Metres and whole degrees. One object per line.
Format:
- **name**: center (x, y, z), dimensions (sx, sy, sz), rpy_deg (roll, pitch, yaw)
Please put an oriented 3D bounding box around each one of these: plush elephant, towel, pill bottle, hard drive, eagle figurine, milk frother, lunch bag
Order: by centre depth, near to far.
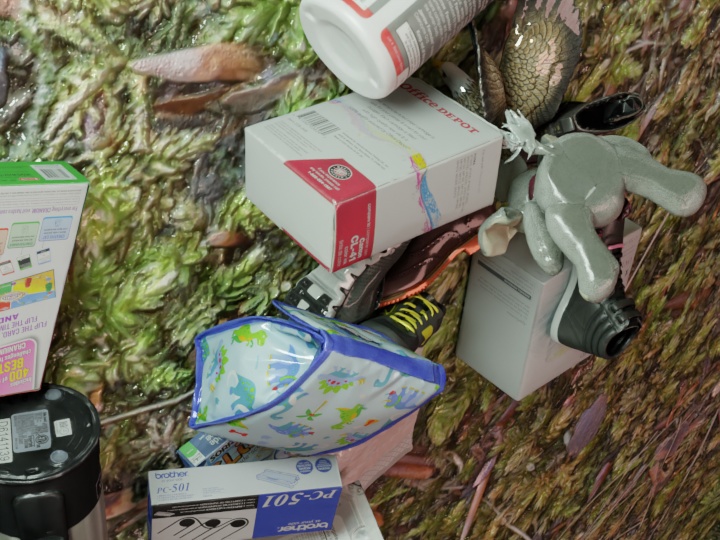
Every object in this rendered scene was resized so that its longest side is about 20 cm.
- **milk frother**: center (-0.327, 0.222, 0.983), dimensions (0.200, 0.181, 0.188), rpy_deg (4, 127, -1)
- **pill bottle**: center (0.052, -0.257, 1.007), dimensions (0.200, 0.114, 0.114), rpy_deg (-43, 144, -15)
- **lunch bag**: center (-0.043, 0.105, 1.109), dimensions (0.170, 0.200, 0.128), rpy_deg (19, 65, -42)
- **plush elephant**: center (0.205, -0.064, 1.124), dimensions (0.165, 0.200, 0.155), rpy_deg (-49, 173, -12)
- **eagle figurine**: center (0.136, -0.178, 1.148), dimensions (0.151, 0.152, 0.200), rpy_deg (14, 148, -19)
- **hard drive**: center (-0.066, 0.346, 1.312), dimensions (0.200, 0.140, 0.038), rpy_deg (-21, 149, -5)
- **towel**: center (-0.002, 0.234, 1.410), dimensions (0.200, 0.032, 0.191), rpy_deg (-37, 155, -24)

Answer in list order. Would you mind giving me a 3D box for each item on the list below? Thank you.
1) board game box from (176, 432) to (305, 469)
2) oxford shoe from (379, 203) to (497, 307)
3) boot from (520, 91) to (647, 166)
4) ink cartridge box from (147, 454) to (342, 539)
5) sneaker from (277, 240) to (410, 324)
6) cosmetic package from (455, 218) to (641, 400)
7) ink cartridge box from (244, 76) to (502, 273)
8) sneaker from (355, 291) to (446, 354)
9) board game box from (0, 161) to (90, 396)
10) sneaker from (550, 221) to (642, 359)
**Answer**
- **board game box**: center (-0.104, 0.185, 1.276), dimensions (0.200, 0.034, 0.135), rpy_deg (-39, 143, -20)
- **oxford shoe**: center (0.068, -0.028, 1.287), dimensions (0.200, 0.071, 0.073), rpy_deg (-36, 109, -13)
- **boot**: center (0.254, -0.164, 1.275), dimensions (0.200, 0.174, 0.069), rpy_deg (-23, 95, -35)
- **ink cartridge box**: center (-0.126, 0.247, 1.206), dimensions (0.200, 0.044, 0.094), rpy_deg (-3, 139, -15)
- **sneaker**: center (0.000, 0.000, 1.217), dimensions (0.200, 0.066, 0.091), rpy_deg (-48, 148, -2)
- **cosmetic package**: center (0.244, 0.030, 1.479), dimensions (0.199, 0.123, 0.200), rpy_deg (-26, 138, -34)
- **ink cartridge box**: center (0.012, -0.096, 1.057), dimensions (0.200, 0.148, 0.086), rpy_deg (-22, 135, -31)
- **sneaker**: center (0.047, 0.058, 1.280), dimensions (0.085, 0.074, 0.200), rpy_deg (-54, 172, 7)
- **board game box**: center (-0.306, 0.013, 0.882), dimensions (0.153, 0.040, 0.200), rpy_deg (-6, 124, -47)
- **sneaker**: center (0.302, 0.015, 1.345), dimensions (0.071, 0.099, 0.200), rpy_deg (-4, 116, -44)
